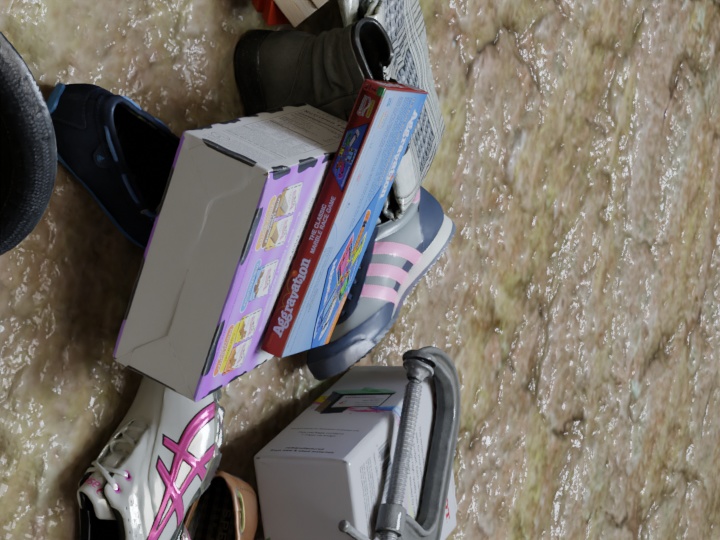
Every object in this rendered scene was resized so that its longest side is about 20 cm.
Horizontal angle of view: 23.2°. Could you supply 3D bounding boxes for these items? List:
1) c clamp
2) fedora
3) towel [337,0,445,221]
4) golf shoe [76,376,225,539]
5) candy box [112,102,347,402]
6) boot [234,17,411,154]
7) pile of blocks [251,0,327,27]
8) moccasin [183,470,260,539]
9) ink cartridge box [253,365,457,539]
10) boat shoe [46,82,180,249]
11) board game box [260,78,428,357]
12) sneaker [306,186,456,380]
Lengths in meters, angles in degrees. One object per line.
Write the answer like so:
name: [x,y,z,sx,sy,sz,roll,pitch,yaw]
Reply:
c clamp: [0.043,0.142,1.351,0.171,0.027,0.201,56,40,-51]
fedora: [-0.261,-0.100,1.018,0.092,0.199,0.202,-86,157,-54]
towel: [0.032,-0.168,1.414,0.193,0.034,0.202,-60,141,-62]
golf shoe: [-0.152,0.144,1.231,0.092,0.072,0.202,19,80,-50]
candy box: [-0.075,-0.019,1.227,0.200,0.071,0.169,-27,139,-66]
boot: [-0.017,-0.092,1.331,0.068,0.130,0.202,-39,124,-42]
pile of blocks: [-0.100,-0.248,1.277,0.062,0.082,0.200,-37,125,9]
moccasin: [-0.116,0.248,1.277,0.078,0.073,0.203,59,45,-71]
ink cartridge box: [0.001,0.176,1.392,0.200,0.083,0.146,-38,125,-61]
boat shoe: [-0.143,-0.058,1.219,0.200,0.068,0.085,35,65,-52]
board game box: [-0.010,-0.037,1.243,0.201,0.019,0.103,-68,163,10]
sneaker: [0.000,0.000,1.432,0.082,0.070,0.200,51,50,-22]
